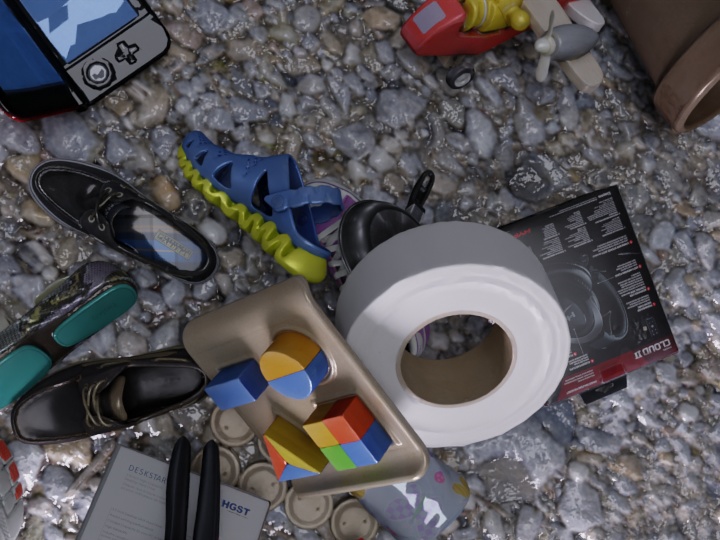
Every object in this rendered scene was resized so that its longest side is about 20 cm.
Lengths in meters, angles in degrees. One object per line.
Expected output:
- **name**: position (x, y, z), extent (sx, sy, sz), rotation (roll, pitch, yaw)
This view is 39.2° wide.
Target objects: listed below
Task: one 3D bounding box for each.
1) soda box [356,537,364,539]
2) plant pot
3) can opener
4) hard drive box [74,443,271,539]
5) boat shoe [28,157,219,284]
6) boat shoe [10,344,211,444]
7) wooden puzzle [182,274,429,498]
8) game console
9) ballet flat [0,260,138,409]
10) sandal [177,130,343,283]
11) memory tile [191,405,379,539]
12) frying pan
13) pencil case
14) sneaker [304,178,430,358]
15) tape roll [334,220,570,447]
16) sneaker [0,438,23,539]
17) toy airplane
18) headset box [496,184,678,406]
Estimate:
- **soda box**: position (-0.063, 0.341, 0.959), extent (0.200, 0.063, 0.070), rotation (-28, 51, -9)
- **plant pot**: position (0.339, -0.265, 1.011), extent (0.200, 0.200, 0.175), rotation (-37, 75, -8)
- **can opener**: position (-0.146, 0.232, 0.870), extent (0.063, 0.079, 0.200), rotation (21, 44, -17)
- **hard drive box**: position (-0.188, 0.281, 0.907), extent (0.156, 0.077, 0.200), rotation (23, 57, -6)
- **boat shoe**: position (-0.226, -0.047, 0.961), extent (0.200, 0.066, 0.070), rotation (33, 83, -6)
- **boat shoe**: position (-0.232, 0.114, 0.950), extent (0.200, 0.073, 0.075), rotation (-18, 90, -9)
- **wooden puzzle**: position (-0.059, 0.115, 0.877), extent (0.200, 0.185, 0.046), rotation (57, 47, -11)
- **game console**: position (-0.299, -0.254, 0.934), extent (0.172, 0.119, 0.200), rotation (-37, 94, -8)
- **ballet flat**: position (-0.303, 0.059, 0.951), extent (0.200, 0.072, 0.072), rotation (-38, 93, -12)
- **sandal**: position (-0.089, -0.075, 0.953), extent (0.200, 0.079, 0.087), rotation (39, 96, 18)
- **memory tile**: position (-0.055, 0.176, 1.003), extent (0.200, 0.017, 0.154), rotation (22, 84, -6)
- **frying pan**: position (0.051, -0.029, 0.962), extent (0.190, 0.031, 0.115), rotation (-29, 87, -46)
- **pencil case**: position (0.014, 0.171, 0.964), extent (0.200, 0.083, 0.091), rotation (46, 74, -4)
- **sneaker**: position (0.001, 0.000, 0.964), extent (0.073, 0.114, 0.201), rotation (-37, 92, 13)
- **tape roll**: position (0.078, 0.060, 0.889), extent (0.202, 0.071, 0.203), rotation (-4, 124, -5)
- **sneaker**: position (-0.387, 0.175, 0.938), extent (0.082, 0.077, 0.200), rotation (-27, 91, 18)
- **toy airplane**: position (0.157, -0.275, 0.990), extent (0.200, 0.141, 0.199), rotation (17, 64, 7)
- **headset box**: position (0.216, 0.034, 1.020), extent (0.149, 0.077, 0.200), rotation (-21, 92, -8)
